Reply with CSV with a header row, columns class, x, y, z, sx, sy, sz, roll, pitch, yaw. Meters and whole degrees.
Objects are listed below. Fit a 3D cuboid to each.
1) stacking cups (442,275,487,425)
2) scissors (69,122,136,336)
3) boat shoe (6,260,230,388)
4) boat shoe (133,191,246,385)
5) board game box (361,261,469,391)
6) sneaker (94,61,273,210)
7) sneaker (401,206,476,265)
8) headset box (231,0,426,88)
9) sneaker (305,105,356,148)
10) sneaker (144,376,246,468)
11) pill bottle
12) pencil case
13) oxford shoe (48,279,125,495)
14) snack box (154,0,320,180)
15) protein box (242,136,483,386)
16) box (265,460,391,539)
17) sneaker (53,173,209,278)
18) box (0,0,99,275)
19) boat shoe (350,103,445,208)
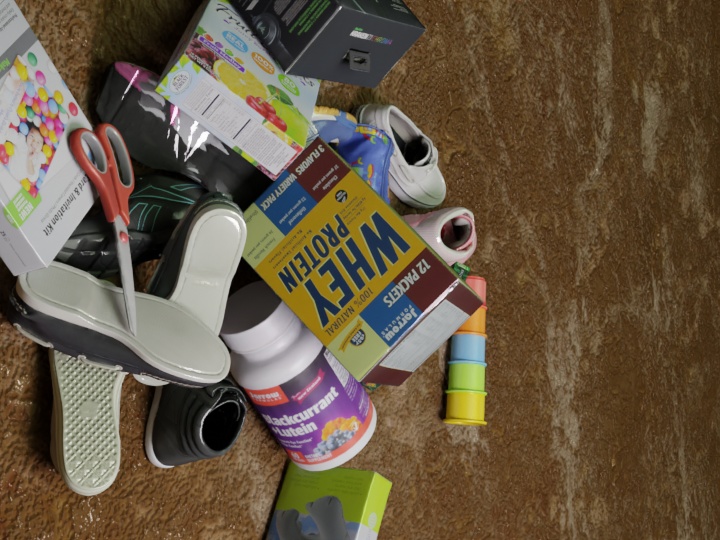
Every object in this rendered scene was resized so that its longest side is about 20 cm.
class,x,y,z,sx,sy,sz,roll,pitch,yaw
stacking cups,0.149,0.108,1.540,0.060,0.060,0.201,17,75,-51
scissors,-0.209,-0.040,1.004,0.073,0.014,0.201,-1,70,-67
boat shoe,-0.213,0.058,0.995,0.199,0.060,0.074,23,40,-17
boat shoe,-0.162,0.017,1.055,0.073,0.062,0.201,15,115,-25
board game box,0.061,0.069,1.331,0.023,0.200,0.105,27,61,-12
sneaker,-0.174,-0.130,1.112,0.200,0.086,0.080,38,96,-21
sneaker,0.122,-0.041,1.477,0.200,0.104,0.076,2,85,-54
headset box,-0.048,-0.288,1.177,0.200,0.093,0.174,53,27,17
sneaker,-0.087,-0.142,1.243,0.199,0.075,0.089,-4,100,-44
sneaker,-0.153,0.095,1.112,0.071,0.099,0.201,16,74,-49
pill bottle,-0.071,0.110,1.208,0.112,0.111,0.200,-57,131,-37
pencil case,-0.001,-0.071,1.313,0.078,0.086,0.201,35,54,-55
oxford shoe,-0.248,0.106,1.027,0.075,0.058,0.201,5,68,-21
snack box,-0.112,-0.191,1.110,0.142,0.053,0.200,38,28,-18
protein box,0.000,0.000,1.142,0.135,0.199,0.200,-45,166,4
box,-0.049,0.312,1.220,0.048,0.121,0.201,44,55,-47
sneaker,-0.214,-0.045,1.078,0.200,0.075,0.080,-10,67,-46
box,-0.296,-0.121,0.948,0.201,0.041,0.156,64,27,-29
boat shoe,0.065,-0.145,1.435,0.200,0.065,0.072,47,53,-41
